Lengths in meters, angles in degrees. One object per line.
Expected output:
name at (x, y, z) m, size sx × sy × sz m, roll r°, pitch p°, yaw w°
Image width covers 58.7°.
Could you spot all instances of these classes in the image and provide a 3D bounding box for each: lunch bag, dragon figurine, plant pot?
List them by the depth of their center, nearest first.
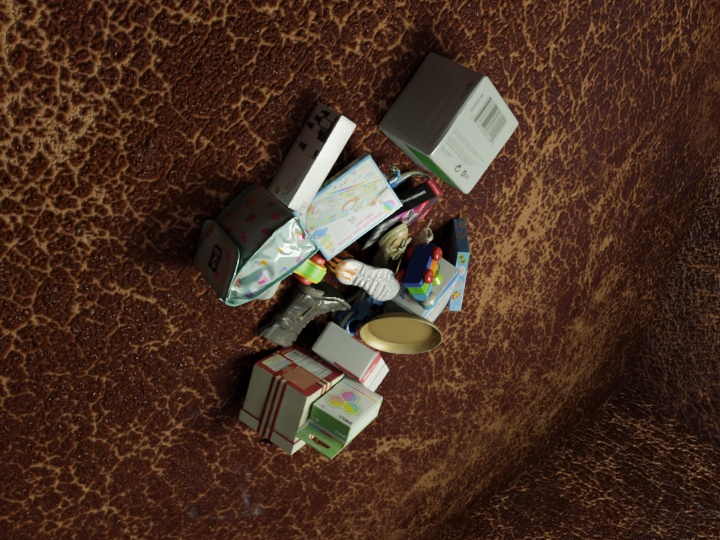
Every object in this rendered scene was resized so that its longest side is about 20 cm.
lunch bag at (-0.211, -0.041, 1.196) m, size 0.200 × 0.170 × 0.122 m, roll -42°, pitch 136°, yaw -9°
dragon figurine at (0.049, -0.181, 1.404) m, size 0.199 × 0.059 × 0.100 m, roll 1°, pitch 114°, yaw -19°
plant pot at (0.099, 0.150, 1.556) m, size 0.200 × 0.200 × 0.028 m, roll 56°, pitch 34°, yaw -52°

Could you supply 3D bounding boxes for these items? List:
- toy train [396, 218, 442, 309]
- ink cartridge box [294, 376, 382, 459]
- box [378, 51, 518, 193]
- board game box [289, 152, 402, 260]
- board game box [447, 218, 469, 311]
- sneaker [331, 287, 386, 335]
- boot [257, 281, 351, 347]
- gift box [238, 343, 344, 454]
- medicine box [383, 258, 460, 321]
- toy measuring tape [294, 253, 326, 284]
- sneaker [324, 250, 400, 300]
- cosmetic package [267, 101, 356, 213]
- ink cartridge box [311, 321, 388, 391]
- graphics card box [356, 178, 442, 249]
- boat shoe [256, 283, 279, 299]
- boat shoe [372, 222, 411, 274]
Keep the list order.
toy train at (0.165, -0.013, 1.530) m, size 0.116 × 0.084 × 0.200 m, roll 59°, pitch 42°, yaw -39°
ink cartridge box at (-0.045, 0.324, 1.434) m, size 0.200 × 0.104 × 0.059 m, roll -30°, pitch 141°, yaw -54°
box at (0.190, -0.315, 1.380) m, size 0.200 × 0.171 × 0.199 m, roll -54°, pitch 143°, yaw 5°
board game box at (-0.030, -0.133, 1.343) m, size 0.200 × 0.034 × 0.135 m, roll -36°, pitch 114°, yaw -2°
board game box at (0.260, -0.015, 1.733) m, size 0.036 × 0.151 × 0.200 m, roll 3°, pitch 129°, yaw 0°
sneaker at (0.020, 0.083, 1.574) m, size 0.200 × 0.082 × 0.074 m, roll -42°, pitch 143°, yaw 19°
boot at (-0.130, 0.108, 1.502) m, size 0.200 × 0.069 × 0.174 m, roll 24°, pitch 107°, yaw -48°
gift box at (-0.171, 0.298, 1.519) m, size 0.184 × 0.200 × 0.187 m, roll -17°, pitch 129°, yaw -54°
medicine box at (0.151, 0.080, 1.652) m, size 0.182 × 0.103 × 0.200 m, roll -48°, pitch 164°, yaw -26°
toy measuring tape at (-0.111, -0.001, 1.349) m, size 0.074 × 0.073 × 0.200 m, roll -56°, pitch -179°, yaw 6°
sneaker at (0.000, 0.000, 1.490) m, size 0.200 × 0.112 × 0.078 m, roll 28°, pitch 97°, yaw -39°
cosmetic package at (-0.097, -0.218, 1.240) m, size 0.051 × 0.083 × 0.200 m, roll 21°, pitch 104°, yaw -49°
ink cartridge box at (-0.021, 0.220, 1.580) m, size 0.083 × 0.147 × 0.200 m, roll -55°, pitch 160°, yaw -12°
graphics card box at (0.084, -0.131, 1.484) m, size 0.200 × 0.051 × 0.125 m, roll -27°, pitch 167°, yaw -28°
boat shoe at (-0.189, -0.024, 1.315) m, size 0.071 × 0.070 × 0.201 m, roll -3°, pitch 125°, yaw -50°
boat shoe at (0.082, -0.046, 1.524) m, size 0.073 × 0.063 × 0.200 m, roll -29°, pitch 163°, yaw -19°
